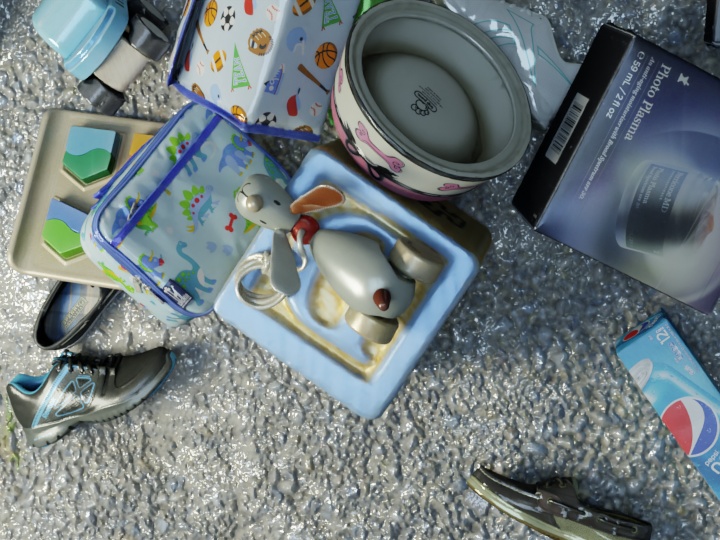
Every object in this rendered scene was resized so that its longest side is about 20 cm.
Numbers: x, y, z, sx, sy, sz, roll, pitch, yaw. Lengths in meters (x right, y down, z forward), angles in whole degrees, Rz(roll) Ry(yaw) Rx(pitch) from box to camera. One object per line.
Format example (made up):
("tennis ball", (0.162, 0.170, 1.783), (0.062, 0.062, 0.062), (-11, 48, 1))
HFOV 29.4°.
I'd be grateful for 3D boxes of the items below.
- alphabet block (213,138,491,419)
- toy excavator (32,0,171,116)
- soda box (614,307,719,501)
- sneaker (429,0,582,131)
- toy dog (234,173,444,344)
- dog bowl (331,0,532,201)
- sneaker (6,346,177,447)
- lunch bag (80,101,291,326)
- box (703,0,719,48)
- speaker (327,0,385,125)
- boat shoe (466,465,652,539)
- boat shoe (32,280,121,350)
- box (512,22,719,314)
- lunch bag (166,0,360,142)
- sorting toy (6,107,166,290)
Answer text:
("alphabet block", (0.000, 0.000, 1.359), (0.195, 0.200, 0.196), (36, 101, 2))
("toy excavator", (-0.303, -0.281, 1.410), (0.199, 0.195, 0.100), (38, 104, -27))
("soda box", (0.340, 0.141, 1.390), (0.064, 0.068, 0.201), (-36, 91, 12))
("sneaker", (0.142, -0.237, 1.375), (0.080, 0.070, 0.201), (-42, 93, -2))
("toy dog", (-0.027, -0.009, 1.211), (0.197, 0.096, 0.134), (12, 99, 7))
("dog bowl", (0.060, -0.153, 1.288), (0.200, 0.200, 0.074), (45, 139, 0))
("sneaker", (-0.293, 0.122, 1.484), (0.198, 0.073, 0.083), (-25, 104, 12))
("lunch bag", (-0.175, -0.058, 1.381), (0.161, 0.082, 0.201), (43, 64, -11))
("box", (0.432, -0.305, 1.282), (0.195, 0.123, 0.203), (5, 101, 10))
("speaker", (0.006, -0.248, 1.380), (0.087, 0.088, 0.203), (2, 99, 9))
("boat shoe", (0.210, 0.246, 1.431), (0.199, 0.072, 0.067), (27, 91, 4))
("boat shoe", (-0.290, 0.005, 1.474), (0.070, 0.066, 0.200), (40, 103, 2))
("box", (0.284, -0.098, 1.309), (0.196, 0.123, 0.202), (24, 102, -11))
("lunch bag", (-0.113, -0.241, 1.362), (0.200, 0.123, 0.172), (36, 112, 45))
("sorting toy", (-0.258, -0.075, 1.438), (0.197, 0.037, 0.188), (9, 75, 6))
